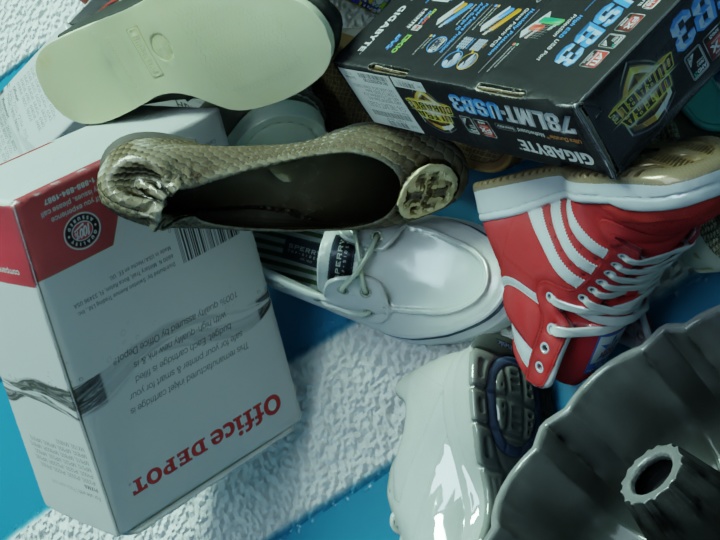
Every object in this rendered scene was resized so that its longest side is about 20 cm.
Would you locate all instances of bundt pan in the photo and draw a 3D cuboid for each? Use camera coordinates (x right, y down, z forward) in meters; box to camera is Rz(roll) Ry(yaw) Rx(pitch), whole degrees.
[{"bbox_3d":[0.150,0.111,0.674,0.202,0.076,0.202,-39,21,19],"label":"bundt pan"}]

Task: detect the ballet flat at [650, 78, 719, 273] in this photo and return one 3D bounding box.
[{"bbox_3d":[0.169,-0.048,0.756,0.200,0.068,0.075,60,138,36],"label":"ballet flat"}]

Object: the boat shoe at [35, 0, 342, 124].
[{"bbox_3d":[-0.089,-0.126,0.833,0.201,0.063,0.074,-4,118,38],"label":"boat shoe"}]

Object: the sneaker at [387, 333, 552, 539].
[{"bbox_3d":[0.055,0.137,0.805,0.087,0.074,0.201,-17,62,48],"label":"sneaker"}]

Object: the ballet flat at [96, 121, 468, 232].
[{"bbox_3d":[-0.036,-0.042,0.796,0.046,0.199,0.068,-112,28,-51],"label":"ballet flat"}]

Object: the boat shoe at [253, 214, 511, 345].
[{"bbox_3d":[0.000,0.000,0.870,0.200,0.067,0.074,4,83,39],"label":"boat shoe"}]

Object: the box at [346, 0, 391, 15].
[{"bbox_3d":[0.025,-0.255,0.905,0.064,0.070,0.200,33,101,36],"label":"box"}]

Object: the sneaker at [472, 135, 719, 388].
[{"bbox_3d":[0.122,0.001,0.727,0.200,0.071,0.113,178,79,-70],"label":"sneaker"}]

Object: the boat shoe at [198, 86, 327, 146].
[{"bbox_3d":[-0.091,-0.060,0.949,0.202,0.072,0.060,-39,48,41],"label":"boat shoe"}]

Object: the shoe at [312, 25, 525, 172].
[{"bbox_3d":[0.034,-0.100,0.882,0.200,0.053,0.070,24,129,43],"label":"shoe"}]

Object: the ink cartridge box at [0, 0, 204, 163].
[{"bbox_3d":[-0.175,-0.086,0.998,0.200,0.116,0.068,-40,59,26],"label":"ink cartridge box"}]

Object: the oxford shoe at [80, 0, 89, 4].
[{"bbox_3d":[-0.113,-0.253,1.018,0.200,0.075,0.070,-37,100,7],"label":"oxford shoe"}]

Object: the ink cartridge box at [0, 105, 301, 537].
[{"bbox_3d":[-0.130,0.024,0.863,0.083,0.147,0.200,9,119,45],"label":"ink cartridge box"}]

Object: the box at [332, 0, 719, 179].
[{"bbox_3d":[0.112,-0.139,0.737,0.200,0.050,0.198,-46,33,-15],"label":"box"}]
